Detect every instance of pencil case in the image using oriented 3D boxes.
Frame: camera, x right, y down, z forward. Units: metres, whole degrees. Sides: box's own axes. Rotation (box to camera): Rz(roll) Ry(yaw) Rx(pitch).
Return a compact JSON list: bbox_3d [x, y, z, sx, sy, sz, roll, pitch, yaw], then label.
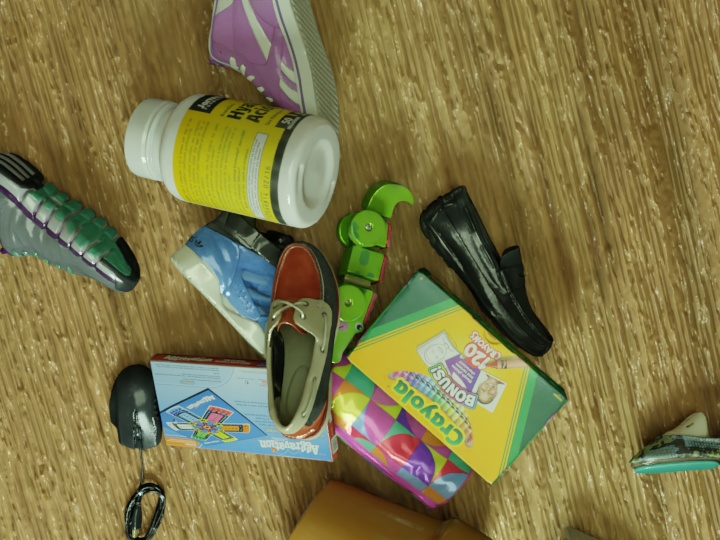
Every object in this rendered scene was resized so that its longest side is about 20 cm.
[{"bbox_3d":[0.025,0.172,1.343,0.200,0.088,0.089,35,95,-5],"label":"pencil case"}]

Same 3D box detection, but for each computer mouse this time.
[{"bbox_3d":[-0.240,0.201,1.364,0.058,0.034,0.201,-2,98,-2],"label":"computer mouse"}]

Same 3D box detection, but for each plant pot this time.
[{"bbox_3d":[0.013,0.320,1.320,0.183,0.200,0.201,31,96,11],"label":"plant pot"}]

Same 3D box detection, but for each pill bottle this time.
[{"bbox_3d":[-0.131,-0.115,1.264,0.199,0.111,0.112,13,98,21],"label":"pill bottle"}]

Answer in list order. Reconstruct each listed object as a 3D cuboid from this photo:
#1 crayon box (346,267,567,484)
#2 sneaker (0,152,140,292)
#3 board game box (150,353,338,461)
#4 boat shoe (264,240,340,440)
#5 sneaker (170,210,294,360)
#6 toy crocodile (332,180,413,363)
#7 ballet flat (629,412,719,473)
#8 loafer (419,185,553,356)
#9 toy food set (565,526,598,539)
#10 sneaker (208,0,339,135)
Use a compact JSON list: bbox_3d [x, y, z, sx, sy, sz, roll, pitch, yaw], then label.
[{"bbox_3d":[0.099,0.106,1.302,0.200,0.058,0.119,41,98,2],"label":"crayon box"},{"bbox_3d":[-0.322,-0.031,1.323,0.200,0.074,0.088,41,111,1],"label":"sneaker"},{"bbox_3d":[-0.122,0.141,1.316,0.199,0.019,0.103,2,111,24],"label":"board game box"},{"bbox_3d":[-0.062,0.064,1.234,0.071,0.063,0.201,-5,74,21],"label":"boat shoe"},{"bbox_3d":[-0.093,0.021,1.322,0.111,0.077,0.200,-44,107,-8],"label":"sneaker"},{"bbox_3d":[0.000,0.000,1.316,0.061,0.067,0.201,18,83,-14],"label":"toy crocodile"},{"bbox_3d":[0.388,0.185,1.372,0.199,0.074,0.075,0,98,-3],"label":"ballet flat"},{"bbox_3d":[0.143,0.002,1.330,0.070,0.068,0.201,-37,93,12],"label":"loafer"},{"bbox_3d":[0.238,0.396,1.399,0.143,0.060,0.201,27,98,-16],"label":"toy food set"},{"bbox_3d":[-0.092,-0.202,1.307,0.114,0.073,0.201,-11,104,19],"label":"sneaker"}]
